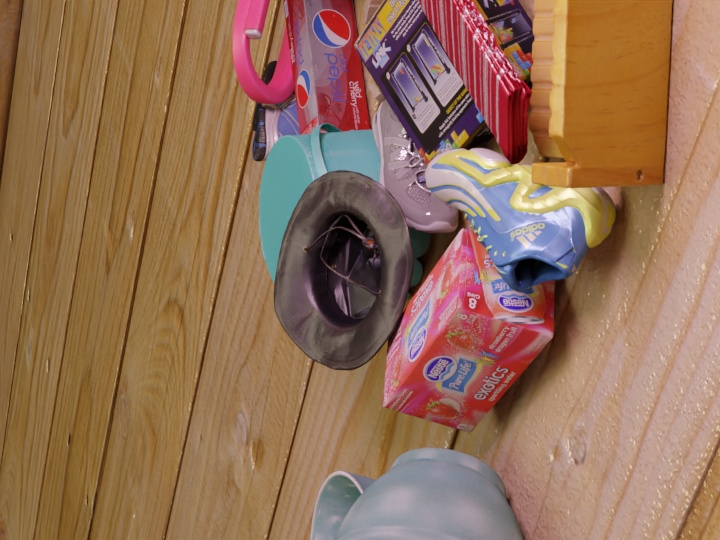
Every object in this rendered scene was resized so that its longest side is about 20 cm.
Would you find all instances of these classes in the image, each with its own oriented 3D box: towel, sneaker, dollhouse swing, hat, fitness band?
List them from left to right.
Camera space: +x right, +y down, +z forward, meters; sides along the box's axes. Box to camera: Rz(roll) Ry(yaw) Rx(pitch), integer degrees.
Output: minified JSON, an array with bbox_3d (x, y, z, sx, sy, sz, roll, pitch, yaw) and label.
[{"bbox_3d":[-0.104,-0.303,2.012,0.144,0.037,0.202,48,-129,-59],"label":"fitness band"},{"bbox_3d":[-0.095,-0.196,2.084,0.201,0.076,0.076,-92,13,-51],"label":"sneaker"},{"bbox_3d":[0.000,0.000,1.694,0.199,0.080,0.203,0,90,40],"label":"hat"},{"bbox_3d":[0.057,-0.123,1.721,0.082,0.074,0.201,112,149,-44],"label":"sneaker"},{"bbox_3d":[0.097,-0.202,1.457,0.145,0.022,0.201,79,165,-69],"label":"towel"},{"bbox_3d":[0.124,-0.043,1.460,0.198,0.076,0.106,13,64,39],"label":"sneaker"},{"bbox_3d":[0.162,-0.178,1.383,0.175,0.180,0.203,9,100,45],"label":"dollhouse swing"}]

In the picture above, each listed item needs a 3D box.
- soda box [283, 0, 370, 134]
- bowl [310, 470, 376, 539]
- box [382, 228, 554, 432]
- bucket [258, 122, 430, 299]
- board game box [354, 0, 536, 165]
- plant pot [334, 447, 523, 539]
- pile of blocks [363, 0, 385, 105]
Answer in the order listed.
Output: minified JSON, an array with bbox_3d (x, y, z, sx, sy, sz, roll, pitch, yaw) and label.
[{"bbox_3d":[-0.040,-0.242,1.949,0.063,0.069,0.203,142,124,-60],"label":"soda box"},{"bbox_3d":[0.029,0.315,1.764,0.200,0.104,0.204,180,90,-66],"label":"bowl"},{"bbox_3d":[0.101,0.061,1.569,0.200,0.099,0.096,124,159,-52],"label":"box"},{"bbox_3d":[-0.022,-0.063,1.832,0.207,0.133,0.210,178,90,-65],"label":"bucket"},{"bbox_3d":[0.088,-0.212,1.605,0.166,0.056,0.200,60,149,10],"label":"board game box"},{"bbox_3d":[0.073,0.258,1.590,0.201,0.198,0.135,125,165,-53],"label":"plant pot"},{"bbox_3d":[0.030,-0.276,1.773,0.062,0.081,0.202,-117,35,-45],"label":"pile of blocks"}]
